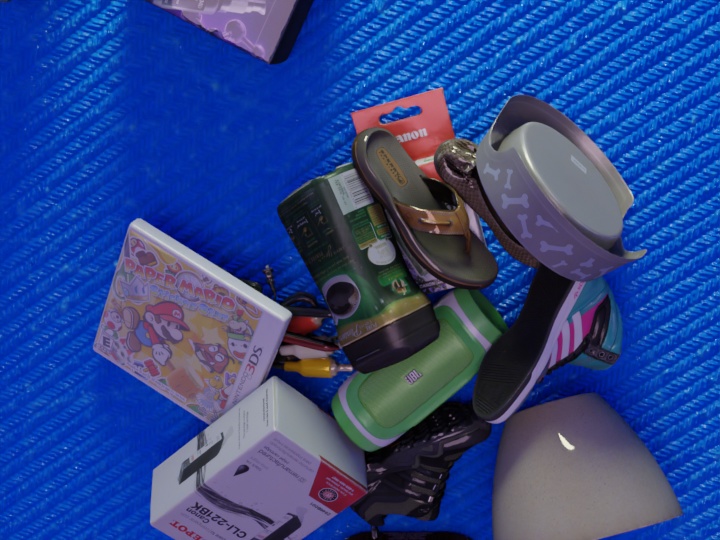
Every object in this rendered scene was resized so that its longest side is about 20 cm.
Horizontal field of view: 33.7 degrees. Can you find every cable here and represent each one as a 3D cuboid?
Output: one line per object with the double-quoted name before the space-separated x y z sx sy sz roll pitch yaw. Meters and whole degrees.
"cable" -0.108 0.088 1.309 0.198 0.050 0.098 -17 96 11

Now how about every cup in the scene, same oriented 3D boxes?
"cup" 0.220 0.211 1.243 0.198 0.200 0.145 -17 77 11

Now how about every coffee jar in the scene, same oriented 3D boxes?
"coffee jar" 0.000 0.000 1.206 0.104 0.085 0.202 -28 86 47

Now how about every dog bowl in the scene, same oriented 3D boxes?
"dog bowl" 0.193 -0.076 1.162 0.200 0.200 0.059 46 121 -6

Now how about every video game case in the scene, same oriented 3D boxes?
"video game case" -0.187 0.067 1.284 0.199 0.023 0.183 31 124 10

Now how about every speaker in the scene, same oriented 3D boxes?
"speaker" 0.063 0.106 1.275 0.200 0.089 0.089 -41 96 14

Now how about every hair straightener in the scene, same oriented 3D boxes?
"hair straightener" -0.107 0.032 1.283 0.198 0.041 0.078 11 91 25

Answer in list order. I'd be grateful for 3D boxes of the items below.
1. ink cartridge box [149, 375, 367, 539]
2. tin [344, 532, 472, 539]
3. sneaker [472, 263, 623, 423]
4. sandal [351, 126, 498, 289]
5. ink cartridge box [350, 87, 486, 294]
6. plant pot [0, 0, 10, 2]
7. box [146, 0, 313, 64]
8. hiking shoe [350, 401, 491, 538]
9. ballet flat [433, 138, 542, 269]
"ink cartridge box" -0.112 0.229 1.290 0.199 0.084 0.144 -38 122 23
"tin" 0.056 0.357 1.363 0.197 0.042 0.114 -1 100 7
"sneaker" 0.204 0.086 1.231 0.120 0.083 0.201 36 84 -34
"sandal" 0.071 -0.066 1.180 0.201 0.082 0.054 55 137 -1
"ink cartridge box" 0.062 -0.078 1.246 0.108 0.050 0.202 -14 102 10
"plant pot" -0.363 -0.363 1.158 0.200 0.201 0.161 -43 107 15
"box" -0.136 -0.317 1.184 0.198 0.104 0.149 26 105 0
"hiking shoe" 0.071 0.221 1.317 0.199 0.076 0.101 -30 107 22
"ballet flat" 0.155 -0.065 1.213 0.200 0.046 0.068 41 76 -23
